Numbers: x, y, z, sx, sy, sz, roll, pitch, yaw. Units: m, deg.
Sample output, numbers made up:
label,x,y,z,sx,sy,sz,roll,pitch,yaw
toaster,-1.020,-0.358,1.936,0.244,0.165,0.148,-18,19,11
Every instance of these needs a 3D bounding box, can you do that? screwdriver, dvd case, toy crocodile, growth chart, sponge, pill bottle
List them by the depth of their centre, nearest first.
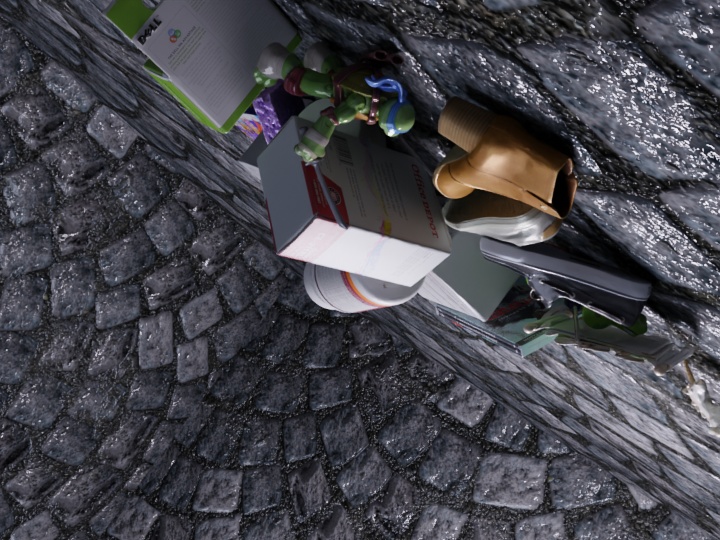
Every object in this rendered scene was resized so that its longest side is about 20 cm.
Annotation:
label,x,y,z,sx,sy,sz,roll,pitch,yaw
growth chart,0.298,0.083,1.213,0.200,0.018,0.145,17,-164,39
toy crocodile,0.264,0.013,1.220,0.200,0.062,0.068,34,-156,5
screwdriver,0.269,0.048,1.247,0.028,0.029,0.200,31,-165,0
pill bottle,-0.009,-0.135,1.317,0.116,0.116,0.200,32,173,29
sponge,-0.084,-0.152,1.336,0.112,0.030,0.200,-65,-40,-61
pill bottle,0.000,0.000,1.346,0.110,0.110,0.200,38,161,-14
dvd case,0.218,0.054,1.405,0.200,0.146,0.022,28,137,56

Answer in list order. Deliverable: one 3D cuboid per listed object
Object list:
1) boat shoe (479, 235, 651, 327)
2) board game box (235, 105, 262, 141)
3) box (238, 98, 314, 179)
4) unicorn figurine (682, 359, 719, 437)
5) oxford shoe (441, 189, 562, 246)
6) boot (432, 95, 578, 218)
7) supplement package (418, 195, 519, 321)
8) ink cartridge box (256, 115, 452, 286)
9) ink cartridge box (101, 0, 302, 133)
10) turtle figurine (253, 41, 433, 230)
label,x,y,z,sx,sy,sz,roll,pitch,yaw
boat shoe,0.227,0.014,1.151,0.200,0.066,0.070,17,-166,10
board game box,-0.138,-0.229,1.618,0.134,0.045,0.200,40,172,-27
box,-0.056,-0.141,1.467,0.200,0.124,0.097,40,174,-27
unicorn figurine,0.470,0.181,1.221,0.200,0.074,0.137,29,-178,13
oxford shoe,0.159,-0.063,1.157,0.058,0.075,0.200,43,166,-25
boot,0.149,-0.091,1.026,0.144,0.071,0.201,35,169,17
supplement package,0.124,-0.024,1.397,0.117,0.117,0.200,41,171,-22
ink cartridge box,-0.006,-0.075,1.165,0.200,0.083,0.146,15,-133,-37
ink cartridge box,-0.183,-0.275,1.119,0.076,0.148,0.200,30,170,49
turtle figurine,-0.023,-0.157,1.084,0.194,0.144,0.200,42,162,34
